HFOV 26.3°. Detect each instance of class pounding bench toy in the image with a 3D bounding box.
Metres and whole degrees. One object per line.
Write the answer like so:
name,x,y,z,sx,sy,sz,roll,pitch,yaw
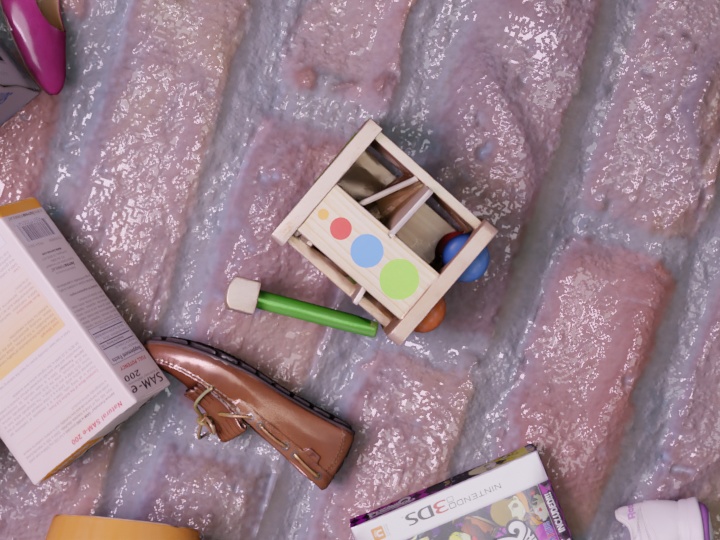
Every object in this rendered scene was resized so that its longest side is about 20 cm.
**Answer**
pounding bench toy,0.000,0.000,1.296,0.156,0.124,0.200,41,91,-4

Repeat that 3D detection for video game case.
video game case,0.109,0.280,1.360,0.180,0.036,0.202,-22,94,1

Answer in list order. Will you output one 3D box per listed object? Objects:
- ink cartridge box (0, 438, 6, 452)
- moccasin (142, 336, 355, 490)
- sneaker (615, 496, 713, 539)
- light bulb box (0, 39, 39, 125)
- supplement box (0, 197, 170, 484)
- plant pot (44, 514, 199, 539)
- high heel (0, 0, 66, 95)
ink cartridge box,-0.408,0.167,1.281,0.199,0.146,0.085,-28,93,-1
moccasin,-0.105,0.122,1.330,0.200,0.074,0.078,32,84,-11
sneaker,0.261,0.299,1.359,0.099,0.075,0.202,0,89,12
light bulb box,-0.383,-0.131,1.239,0.200,0.198,0.125,-39,96,2
supplement box,-0.272,0.058,1.290,0.126,0.073,0.201,-37,87,20
plant pot,-0.206,0.302,1.284,0.198,0.200,0.185,6,78,-2
high heel,-0.255,-0.254,1.298,0.095,0.067,0.202,-15,90,10
